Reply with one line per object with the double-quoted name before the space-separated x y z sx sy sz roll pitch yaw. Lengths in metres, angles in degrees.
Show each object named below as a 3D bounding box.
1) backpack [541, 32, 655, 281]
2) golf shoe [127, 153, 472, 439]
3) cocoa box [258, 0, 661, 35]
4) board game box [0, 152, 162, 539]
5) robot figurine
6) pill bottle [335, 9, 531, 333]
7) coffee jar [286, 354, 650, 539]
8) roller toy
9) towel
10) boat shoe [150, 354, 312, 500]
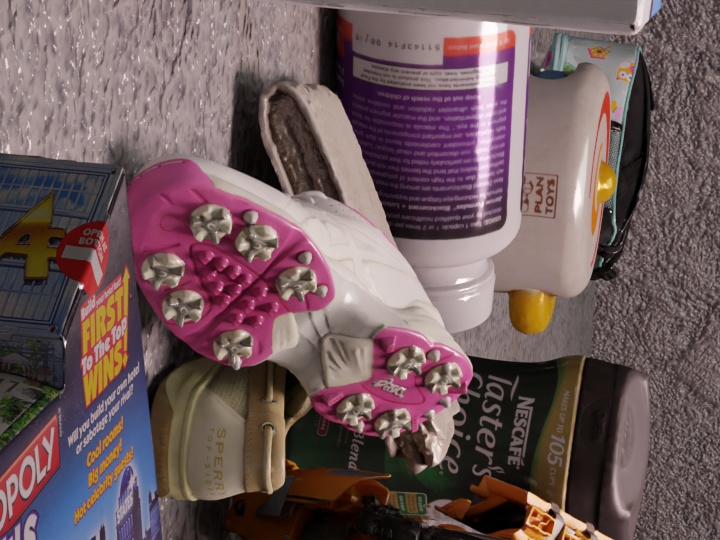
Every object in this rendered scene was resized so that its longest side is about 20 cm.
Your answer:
"backpack" 0.187 -0.112 1.717 0.176 0.153 0.200 67 40 -72
"golf shoe" -0.033 -0.001 0.815 0.200 0.075 0.092 39 26 -43
"cocoa box" 0.021 -0.168 0.739 0.131 0.200 0.133 -40 135 -75
"board game box" -0.112 0.075 0.555 0.200 0.062 0.200 -53 146 -69
"robot figurine" 0.035 0.132 0.914 0.145 0.200 0.058 33 67 -41
"pill bottle" 0.040 -0.070 1.112 0.111 0.111 0.200 -59 153 -65
"coffee jar" 0.060 0.094 1.067 0.085 0.200 0.104 73 25 -63
"roller toy" 0.127 -0.071 1.471 0.182 0.140 0.200 79 21 -55
"towel" 0.000 0.000 0.962 0.133 0.034 0.200 -38 107 -82
"boat shoe" -0.042 0.054 0.888 0.201 0.063 0.073 -46 141 -72
